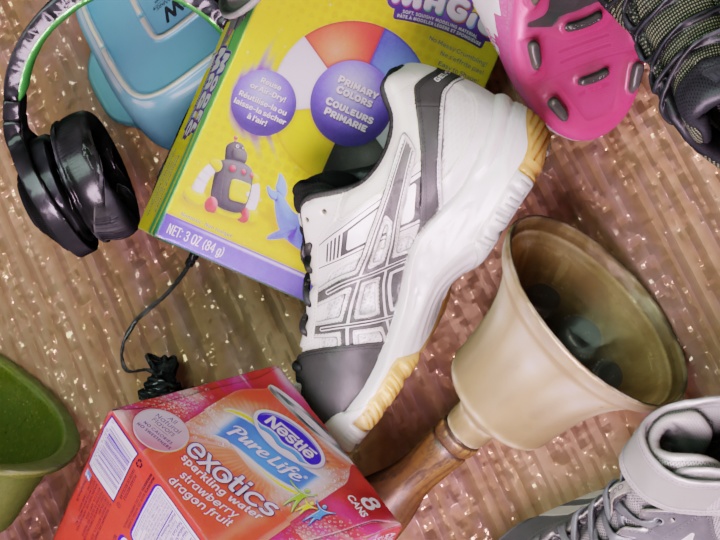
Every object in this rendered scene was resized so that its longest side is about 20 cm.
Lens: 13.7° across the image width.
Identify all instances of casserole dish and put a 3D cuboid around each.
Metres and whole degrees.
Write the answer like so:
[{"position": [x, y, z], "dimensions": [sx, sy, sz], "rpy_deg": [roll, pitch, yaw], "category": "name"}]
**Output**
[{"position": [-0.061, -0.147, 1.440], "dimensions": [0.200, 0.039, 0.121], "rpy_deg": [-38, 62, 17], "category": "casserole dish"}]

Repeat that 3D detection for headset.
[{"position": [-0.102, -0.038, 1.388], "dimensions": [0.123, 0.094, 0.200], "rpy_deg": [-4, 104, 3], "category": "headset"}]

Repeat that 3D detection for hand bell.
[{"position": [0.039, 0.078, 1.314], "dimensions": [0.200, 0.104, 0.104], "rpy_deg": [-45, 60, 27], "category": "hand bell"}]

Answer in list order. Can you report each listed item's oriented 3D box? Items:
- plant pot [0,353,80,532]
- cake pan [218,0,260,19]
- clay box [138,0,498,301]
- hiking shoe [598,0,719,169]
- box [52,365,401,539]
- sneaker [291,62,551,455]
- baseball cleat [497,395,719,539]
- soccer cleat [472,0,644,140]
[{"position": [-0.260, 0.127, 1.408], "dimensions": [0.200, 0.200, 0.190], "rpy_deg": [32, 105, 31], "category": "plant pot"}, {"position": [-0.020, -0.203, 1.287], "dimensions": [0.200, 0.037, 0.200], "rpy_deg": [-54, 15, 22], "category": "cake pan"}, {"position": [-0.007, -0.086, 1.351], "dimensions": [0.200, 0.115, 0.048], "rpy_deg": [-67, 16, 0], "category": "clay box"}, {"position": [0.147, -0.100, 1.233], "dimensions": [0.076, 0.101, 0.200], "rpy_deg": [-41, 94, 17], "category": "hiking shoe"}, {"position": [-0.076, 0.149, 1.290], "dimensions": [0.100, 0.095, 0.200], "rpy_deg": [51, 134, 28], "category": "box"}, {"position": [0.000, 0.000, 1.305], "dimensions": [0.088, 0.076, 0.200], "rpy_deg": [31, 101, -1], "category": "sneaker"}, {"position": [0.111, 0.100, 1.241], "dimensions": [0.200, 0.106, 0.070], "rpy_deg": [-26, 52, 16], "category": "baseball cleat"}, {"position": [0.068, -0.154, 1.316], "dimensions": [0.070, 0.200, 0.086], "rpy_deg": [-27, 23, -13], "category": "soccer cleat"}]
